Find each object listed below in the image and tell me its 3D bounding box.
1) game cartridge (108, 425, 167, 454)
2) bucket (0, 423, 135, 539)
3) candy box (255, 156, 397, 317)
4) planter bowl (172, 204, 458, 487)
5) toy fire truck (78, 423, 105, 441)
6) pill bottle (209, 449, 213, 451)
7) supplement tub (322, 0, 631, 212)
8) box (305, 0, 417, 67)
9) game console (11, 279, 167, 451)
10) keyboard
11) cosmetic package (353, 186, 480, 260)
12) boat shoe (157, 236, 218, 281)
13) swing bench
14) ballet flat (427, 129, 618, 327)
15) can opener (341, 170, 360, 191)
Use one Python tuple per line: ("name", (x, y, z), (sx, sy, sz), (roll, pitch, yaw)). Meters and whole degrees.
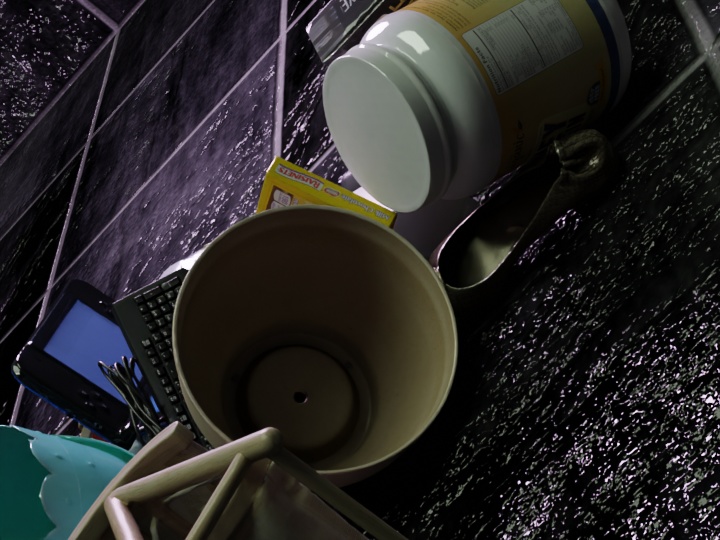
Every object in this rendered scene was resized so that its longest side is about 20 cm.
("game cartridge", (-0.150, 0.109, 1.581), (0.133, 0.041, 0.200), (-30, 15, 18))
("bucket", (-0.236, 0.228, 1.420), (0.206, 0.134, 0.209), (-22, 62, 49))
("candy box", (-0.042, 0.010, 1.387), (0.026, 0.101, 0.201), (-61, -8, -45))
("planter bowl", (-0.040, 0.073, 1.300), (0.201, 0.199, 0.135), (-62, -4, -27))
("toy fire truck", (-0.249, 0.141, 1.731), (0.141, 0.048, 0.202), (-61, -11, -66))
("pill bottle", (-0.131, 0.235, 1.296), (0.201, 0.114, 0.114), (-54, 20, -6))
("supplement tub", (0.085, -0.140, 1.327), (0.199, 0.145, 0.144), (-30, 9, -27))
("box", (0.078, -0.196, 1.454), (0.158, 0.199, 0.050), (-44, 47, 20))
("game console", (-0.177, 0.054, 1.535), (0.119, 0.170, 0.200), (-53, 7, 20))
("keyboard", (-0.136, 0.102, 1.414), (0.103, 0.201, 0.040), (-29, -15, 0))
("cosmetic package", (0.000, 0.000, 1.461), (0.199, 0.090, 0.107), (-26, 33, 46))
("boat shoe", (-0.092, -0.001, 1.469), (0.199, 0.072, 0.062), (-23, 21, 41))
("swing bench", (-0.050, 0.194, 1.061), (0.130, 0.199, 0.200), (-57, 21, -17))
("ballet flat", (0.103, -0.031, 1.311), (0.200, 0.046, 0.068), (-42, 57, 21))
("can opener", (0.013, -0.065, 1.614), (0.200, 0.052, 0.067), (-37, 59, 40))
